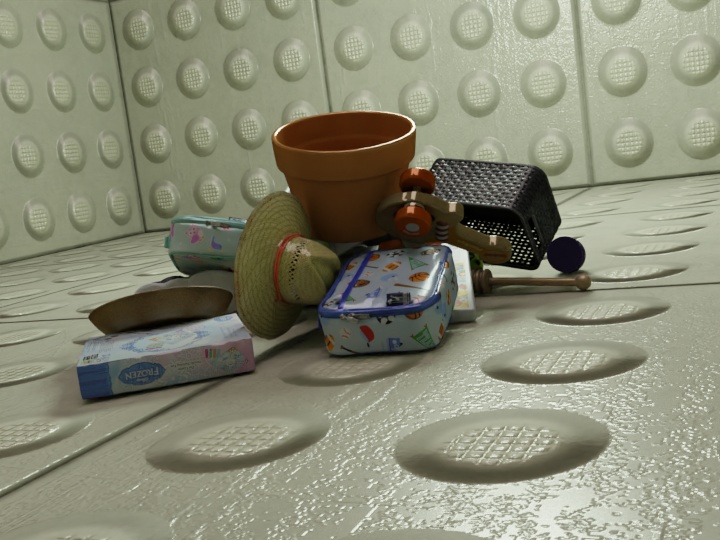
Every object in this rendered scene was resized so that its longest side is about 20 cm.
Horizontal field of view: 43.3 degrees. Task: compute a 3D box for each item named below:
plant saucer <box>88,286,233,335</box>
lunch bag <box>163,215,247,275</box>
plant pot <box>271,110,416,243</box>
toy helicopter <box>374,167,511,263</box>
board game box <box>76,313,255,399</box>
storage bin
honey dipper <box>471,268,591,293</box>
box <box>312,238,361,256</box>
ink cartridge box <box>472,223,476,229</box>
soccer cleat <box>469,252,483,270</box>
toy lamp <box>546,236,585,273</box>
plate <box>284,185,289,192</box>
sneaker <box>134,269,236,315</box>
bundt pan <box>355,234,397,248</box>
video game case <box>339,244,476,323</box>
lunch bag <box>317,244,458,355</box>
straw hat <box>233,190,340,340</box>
[{"bbox_3d":[-0.272,0.067,1.255,0.198,0.036,0.200,-11,-14,-3],"label":"plant saucer"},{"bbox_3d":[-0.241,-0.035,1.511,0.159,0.078,0.200,9,-14,-4],"label":"lunch bag"},{"bbox_3d":[-0.018,-0.127,1.258,0.198,0.141,0.200,-4,23,2],"label":"plant pot"},{"bbox_3d":[0.110,-0.047,1.212,0.198,0.080,0.132,20,-34,-19],"label":"toy helicopter"},{"bbox_3d":[-0.238,0.101,1.116,0.197,0.044,0.200,-10,7,-12],"label":"board game box"},{"bbox_3d":[0.192,-0.089,1.395,0.198,0.136,0.094,9,54,36],"label":"storage bin"},{"bbox_3d":[0.237,0.014,1.320,0.198,0.038,0.038,-2,9,30],"label":"honey dipper"},{"bbox_3d":[-0.072,-0.045,1.370,0.199,0.037,0.144,-10,15,43],"label":"box"},{"bbox_3d":[0.131,-0.064,1.573,0.115,0.068,0.201,-9,36,-8],"label":"ink cartridge box"},{"bbox_3d":[0.122,-0.053,1.374,0.064,0.084,0.200,-35,-48,22],"label":"soccer cleat"},{"bbox_3d":[0.313,-0.023,1.383,0.058,0.059,0.200,-5,-1,17],"label":"toy lamp"},{"bbox_3d":[-0.055,-0.137,1.466,0.198,0.033,0.201,-13,30,27],"label":"plate"},{"bbox_3d":[-0.274,0.037,1.518,0.198,0.076,0.114,-7,6,-2],"label":"sneaker"},{"bbox_3d":[0.000,0.000,1.415,0.200,0.077,0.202,-9,20,3],"label":"bundt pan"},{"bbox_3d":[0.054,0.019,1.246,0.198,0.023,0.183,-6,33,7],"label":"video game case"},{"bbox_3d":[0.033,0.034,1.115,0.158,0.076,0.200,-3,22,17],"label":"lunch bag"},{"bbox_3d":[-0.072,0.001,1.153,0.084,0.203,0.201,10,15,25],"label":"straw hat"}]
